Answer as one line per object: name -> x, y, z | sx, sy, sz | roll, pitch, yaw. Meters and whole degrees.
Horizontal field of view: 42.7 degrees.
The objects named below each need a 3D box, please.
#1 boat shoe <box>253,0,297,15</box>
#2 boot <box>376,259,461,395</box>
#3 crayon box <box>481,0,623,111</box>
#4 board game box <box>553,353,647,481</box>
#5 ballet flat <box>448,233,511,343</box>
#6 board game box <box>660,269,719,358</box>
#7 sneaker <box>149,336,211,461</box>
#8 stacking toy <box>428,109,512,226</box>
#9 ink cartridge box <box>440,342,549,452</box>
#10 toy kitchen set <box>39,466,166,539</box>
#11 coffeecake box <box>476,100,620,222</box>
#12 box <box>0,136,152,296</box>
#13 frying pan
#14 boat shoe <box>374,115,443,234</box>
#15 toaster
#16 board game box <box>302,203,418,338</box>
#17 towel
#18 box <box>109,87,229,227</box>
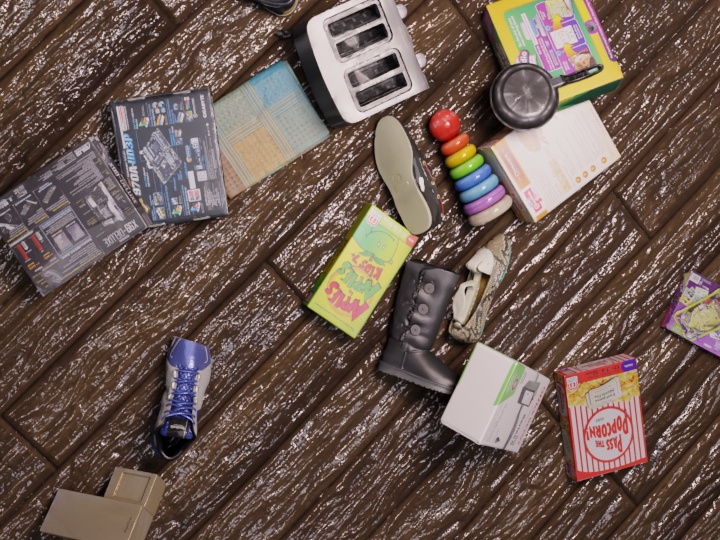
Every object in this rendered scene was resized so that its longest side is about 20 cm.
boat shoe -> -0.185, -0.469, 1.445 | 0.198, 0.062, 0.076 | 28, 90, -15
boot -> 0.130, 0.097, 1.570 | 0.162, 0.066, 0.203 | 17, 89, 7
crayon box -> 0.321, -0.374, 1.552 | 0.170, 0.058, 0.203 | -20, 79, -4
board game box -> 0.444, 0.270, 1.702 | 0.149, 0.046, 0.204 | -12, 99, -13
ballet flat -> 0.202, 0.027, 1.596 | 0.075, 0.067, 0.203 | 18, 93, -39
board game box -> 0.677, 0.095, 1.757 | 0.198, 0.032, 0.122 | 26, 85, -15
sneaker -> -0.281, 0.215, 1.465 | 0.079, 0.115, 0.203 | 13, 92, -17
stacking toy -> 0.180, -0.181, 1.568 | 0.085, 0.085, 0.202 | -31, 99, -10
ink cartridge box -> 0.233, 0.219, 1.563 | 0.199, 0.083, 0.147 | 27, 89, -59
toy kitchen set -> -0.401, 0.445, 1.492 | 0.160, 0.182, 0.202 | 5, 56, 20
coffeecake box -> 0.327, -0.205, 1.605 | 0.199, 0.073, 0.155 | -36, 102, -9
box -> -0.441, -0.082, 1.398 | 0.198, 0.050, 0.159 | -33, 100, 3
frying pan -> 0.304, -0.284, 1.492 | 0.186, 0.031, 0.117 | 1, 81, 4
boat shoe -> 0.081, -0.163, 1.553 | 0.063, 0.073, 0.205 | -22, 91, -52
toaster -> -0.006, -0.340, 1.478 | 0.197, 0.119, 0.183 | -25, 101, -11
board game box -> 0.000, 0.000, 1.553 | 0.101, 0.048, 0.202 | 34, 87, -16
towel -> -0.167, -0.230, 1.498 | 0.198, 0.022, 0.148 | -33, 102, -7
box -> -0.297, -0.175, 1.443 | 0.156, 0.046, 0.204 | -9, 98, -5
